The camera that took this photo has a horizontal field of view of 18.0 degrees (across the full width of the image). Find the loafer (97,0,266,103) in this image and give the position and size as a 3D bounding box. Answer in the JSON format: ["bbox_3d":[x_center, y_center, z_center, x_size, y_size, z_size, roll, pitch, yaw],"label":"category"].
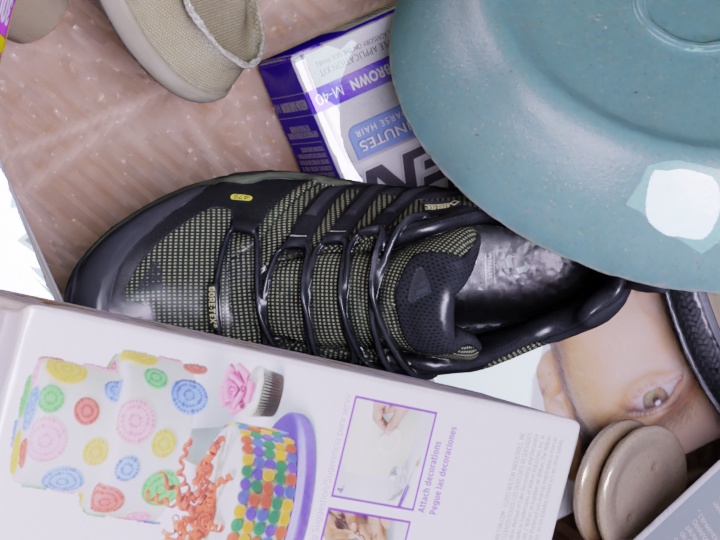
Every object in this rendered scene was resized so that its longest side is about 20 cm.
[{"bbox_3d":[-0.063,-0.158,0.799,0.068,0.076,0.200,-7,104,22],"label":"loafer"}]

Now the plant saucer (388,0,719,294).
[{"bbox_3d":[0.111,-0.079,0.787,0.200,0.036,0.200,5,48,-6],"label":"plant saucer"}]

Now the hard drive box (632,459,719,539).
[{"bbox_3d":[0.206,0.092,0.803,0.200,0.077,0.156,-45,138,16],"label":"hard drive box"}]

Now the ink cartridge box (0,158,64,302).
[{"bbox_3d":[-0.205,0.022,0.756,0.200,0.145,0.145,-22,96,-14],"label":"ink cartridge box"}]

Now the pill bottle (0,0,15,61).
[{"bbox_3d":[-0.164,-0.016,0.638,0.104,0.104,0.200,13,87,-15],"label":"pill bottle"}]

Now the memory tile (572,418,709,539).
[{"bbox_3d":[0.098,0.166,0.847,0.153,0.017,0.200,34,76,-44],"label":"memory tile"}]

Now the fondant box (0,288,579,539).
[{"bbox_3d":[-0.041,0.094,0.686,0.200,0.058,0.145,14,91,-34],"label":"fondant box"}]

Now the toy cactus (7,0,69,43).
[{"bbox_3d":[-0.156,-0.138,0.776,0.165,0.200,0.102,41,72,-53],"label":"toy cactus"}]

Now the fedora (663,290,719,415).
[{"bbox_3d":[0.200,-0.015,0.860,0.200,0.092,0.201,8,76,-35],"label":"fedora"}]

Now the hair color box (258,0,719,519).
[{"bbox_3d":[0.052,-0.009,0.866,0.109,0.065,0.200,-25,99,-13],"label":"hair color box"}]

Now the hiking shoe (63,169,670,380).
[{"bbox_3d":[0.000,0.000,0.770,0.200,0.101,0.076,-8,93,-11],"label":"hiking shoe"}]
